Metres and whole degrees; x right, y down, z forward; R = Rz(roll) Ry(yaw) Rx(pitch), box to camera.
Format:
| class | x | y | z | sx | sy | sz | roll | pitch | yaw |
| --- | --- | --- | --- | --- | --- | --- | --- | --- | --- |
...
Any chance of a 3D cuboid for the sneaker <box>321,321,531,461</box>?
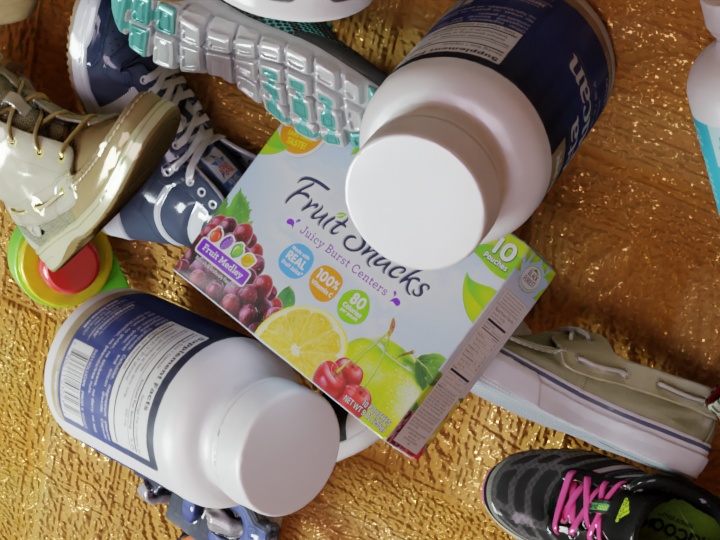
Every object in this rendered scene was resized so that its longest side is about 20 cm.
| class | x | y | z | sx | sy | sz | roll | pitch | yaw |
| --- | --- | --- | --- | --- | --- | --- | --- | --- | --- |
| sneaker | 0.006 | 0.045 | 1.378 | 0.200 | 0.073 | 0.112 | -31 | 99 | 27 |

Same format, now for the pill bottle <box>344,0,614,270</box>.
| class | x | y | z | sx | sy | sz | roll | pitch | yaw |
| --- | --- | --- | --- | --- | --- | --- | --- | --- | --- |
| pill bottle | 0.066 | -0.082 | 1.185 | 0.111 | 0.200 | 0.111 | 12 | 123 | 19 |

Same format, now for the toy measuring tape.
| class | x | y | z | sx | sy | sz | roll | pitch | yaw |
| --- | --- | --- | --- | --- | --- | --- | --- | --- | --- |
| toy measuring tape | -0.221 | -0.042 | 1.427 | 0.073 | 0.074 | 0.201 | -11 | 114 | 30 |

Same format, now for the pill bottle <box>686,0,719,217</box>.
| class | x | y | z | sx | sy | sz | roll | pitch | yaw |
| --- | --- | --- | --- | --- | --- | --- | --- | --- | --- |
| pill bottle | 0.246 | -0.068 | 1.163 | 0.110 | 0.111 | 0.201 | -7 | 115 | 29 |

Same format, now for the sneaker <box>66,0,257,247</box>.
| class | x | y | z | sx | sy | sz | roll | pitch | yaw |
| --- | --- | --- | --- | --- | --- | --- | --- | --- | --- |
| sneaker | -0.122 | -0.098 | 1.347 | 0.108 | 0.070 | 0.201 | 15 | 131 | 23 |

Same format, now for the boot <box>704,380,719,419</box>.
| class | x | y | z | sx | sy | sz | roll | pitch | yaw |
| --- | --- | --- | --- | --- | --- | --- | --- | --- | --- |
| boot | 0.317 | 0.079 | 1.243 | 0.154 | 0.073 | 0.204 | 44 | 126 | 0 |

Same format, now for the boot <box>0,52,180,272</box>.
| class | x | y | z | sx | sy | sz | roll | pitch | yaw |
| --- | --- | --- | --- | --- | --- | --- | --- | --- | --- |
| boot | -0.204 | -0.093 | 1.302 | 0.155 | 0.072 | 0.200 | 44 | 147 | -5 |

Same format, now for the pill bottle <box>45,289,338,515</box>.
| class | x | y | z | sx | sy | sz | roll | pitch | yaw |
| --- | --- | --- | --- | --- | --- | --- | --- | --- | --- |
| pill bottle | -0.108 | 0.089 | 1.368 | 0.200 | 0.111 | 0.111 | 21 | 130 | 45 |

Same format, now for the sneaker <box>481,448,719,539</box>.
| class | x | y | z | sx | sy | sz | roll | pitch | yaw |
| --- | --- | --- | --- | --- | --- | --- | --- | --- | --- |
| sneaker | 0.165 | 0.153 | 1.313 | 0.199 | 0.087 | 0.074 | 17 | 81 | 23 |

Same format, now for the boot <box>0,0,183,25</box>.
| class | x | y | z | sx | sy | sz | roll | pitch | yaw |
| --- | --- | --- | --- | --- | --- | --- | --- | --- | --- |
| boot | -0.187 | -0.184 | 1.235 | 0.175 | 0.066 | 0.200 | 18 | 167 | -14 |

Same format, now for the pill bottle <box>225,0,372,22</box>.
| class | x | y | z | sx | sy | sz | roll | pitch | yaw |
| --- | --- | --- | --- | --- | --- | --- | --- | --- | --- |
| pill bottle | -0.029 | -0.252 | 1.186 | 0.111 | 0.111 | 0.201 | 20 | 125 | 14 |

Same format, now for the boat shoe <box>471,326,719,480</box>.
| class | x | y | z | sx | sy | sz | roll | pitch | yaw |
| --- | --- | --- | --- | --- | --- | --- | --- | --- | --- |
| boat shoe | 0.133 | 0.068 | 1.302 | 0.199 | 0.062 | 0.072 | 25 | 170 | -18 |

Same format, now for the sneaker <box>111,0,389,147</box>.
| class | x | y | z | sx | sy | sz | roll | pitch | yaw |
| --- | --- | --- | --- | --- | --- | --- | --- | --- | --- |
| sneaker | -0.048 | -0.149 | 1.270 | 0.199 | 0.091 | 0.078 | 28 | 150 | 10 |

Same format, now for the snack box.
| class | x | y | z | sx | sy | sz | roll | pitch | yaw |
| --- | --- | --- | --- | --- | --- | --- | --- | --- | --- |
| snack box | 0.000 | 0.000 | 1.267 | 0.200 | 0.053 | 0.142 | 36 | 88 | 33 |

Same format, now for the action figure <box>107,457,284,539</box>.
| class | x | y | z | sx | sy | sz | roll | pitch | yaw |
| --- | --- | --- | --- | --- | --- | --- | --- | --- | --- |
| action figure | -0.106 | 0.166 | 1.507 | 0.200 | 0.104 | 0.194 | 38 | 126 | 36 |
